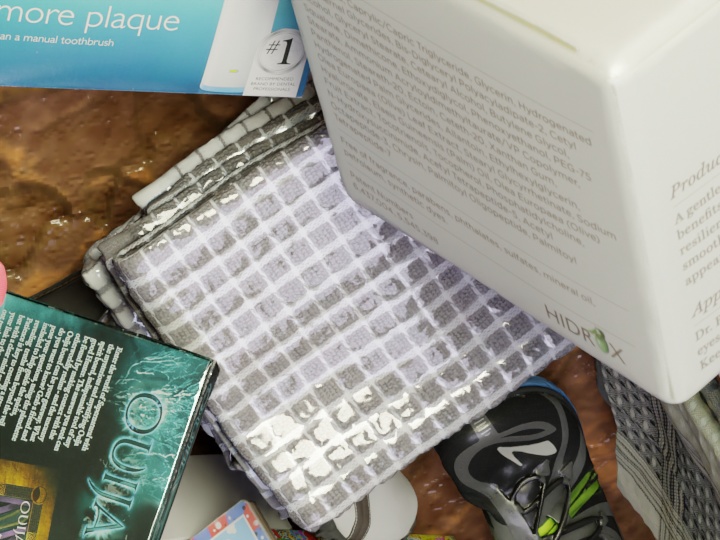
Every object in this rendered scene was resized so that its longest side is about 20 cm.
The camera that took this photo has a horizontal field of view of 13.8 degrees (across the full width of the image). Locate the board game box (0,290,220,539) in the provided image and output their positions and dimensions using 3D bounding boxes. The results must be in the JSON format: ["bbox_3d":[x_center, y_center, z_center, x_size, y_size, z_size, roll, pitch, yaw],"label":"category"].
[{"bbox_3d":[-0.153,0.111,1.224,0.135,0.200,0.028,18,169,4],"label":"board game box"}]

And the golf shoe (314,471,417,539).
[{"bbox_3d":[-0.011,0.063,1.404,0.094,0.078,0.200,-33,134,11],"label":"golf shoe"}]

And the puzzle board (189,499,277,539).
[{"bbox_3d":[-0.058,0.227,1.346,0.151,0.200,0.017,-39,160,23],"label":"puzzle board"}]

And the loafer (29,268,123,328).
[{"bbox_3d":[-0.180,0.057,1.344,0.200,0.073,0.072,-39,127,15],"label":"loafer"}]

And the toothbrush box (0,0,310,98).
[{"bbox_3d":[-0.076,-0.172,1.161,0.146,0.085,0.200,2,129,-22],"label":"toothbrush box"}]

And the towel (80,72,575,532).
[{"bbox_3d":[0.000,0.000,1.296,0.200,0.086,0.166,-36,116,-4],"label":"towel"}]

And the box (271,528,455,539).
[{"bbox_3d":[0.003,0.237,1.443,0.122,0.193,0.200,-45,154,21],"label":"box"}]

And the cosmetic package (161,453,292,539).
[{"bbox_3d":[-0.126,0.126,1.379,0.083,0.051,0.200,-41,157,26],"label":"cosmetic package"}]

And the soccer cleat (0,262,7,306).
[{"bbox_3d":[-0.208,0.050,1.150,0.076,0.200,0.067,7,129,19],"label":"soccer cleat"}]

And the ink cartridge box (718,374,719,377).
[{"bbox_3d":[0.203,0.057,1.361,0.045,0.200,0.176,-31,133,10],"label":"ink cartridge box"}]

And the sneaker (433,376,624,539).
[{"bbox_3d":[0.096,0.124,1.491,0.071,0.083,0.200,-27,134,5],"label":"sneaker"}]

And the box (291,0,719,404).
[{"bbox_3d":[0.107,-0.101,1.124,0.199,0.200,0.171,-38,138,-22],"label":"box"}]

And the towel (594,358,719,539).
[{"bbox_3d":[0.151,0.091,1.394,0.035,0.200,0.193,-25,141,-5],"label":"towel"}]
